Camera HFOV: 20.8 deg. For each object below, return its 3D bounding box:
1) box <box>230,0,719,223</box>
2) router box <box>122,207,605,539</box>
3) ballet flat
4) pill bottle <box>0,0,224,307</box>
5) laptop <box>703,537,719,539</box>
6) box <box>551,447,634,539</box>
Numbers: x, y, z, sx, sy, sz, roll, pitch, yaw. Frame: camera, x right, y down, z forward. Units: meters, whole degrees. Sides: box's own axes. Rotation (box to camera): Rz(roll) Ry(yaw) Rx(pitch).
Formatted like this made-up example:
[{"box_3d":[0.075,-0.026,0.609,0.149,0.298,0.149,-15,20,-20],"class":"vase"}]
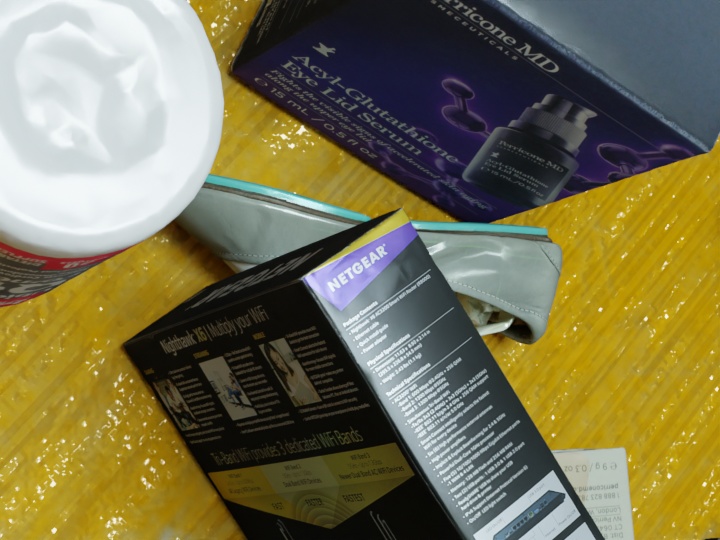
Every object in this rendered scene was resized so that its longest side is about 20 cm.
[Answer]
[{"box_3d":[0.058,-0.111,0.841,0.148,0.200,0.105,31,71,-18],"class":"box"},{"box_3d":[-0.004,0.070,0.782,0.052,0.200,0.158,-35,98,-26],"class":"router box"},{"box_3d":[0.000,0.000,0.872,0.199,0.067,0.064,9,89,-23],"class":"ballet flat"},{"box_3d":[-0.135,-0.045,0.738,0.110,0.200,0.111,4,79,-24],"class":"pill bottle"},{"box_3d":[0.234,0.174,0.885,0.116,0.187,0.200,41,67,-13],"class":"laptop"},{"box_3d":[0.072,0.182,0.860,0.077,0.095,0.201,-1,81,-25],"class":"box"}]
